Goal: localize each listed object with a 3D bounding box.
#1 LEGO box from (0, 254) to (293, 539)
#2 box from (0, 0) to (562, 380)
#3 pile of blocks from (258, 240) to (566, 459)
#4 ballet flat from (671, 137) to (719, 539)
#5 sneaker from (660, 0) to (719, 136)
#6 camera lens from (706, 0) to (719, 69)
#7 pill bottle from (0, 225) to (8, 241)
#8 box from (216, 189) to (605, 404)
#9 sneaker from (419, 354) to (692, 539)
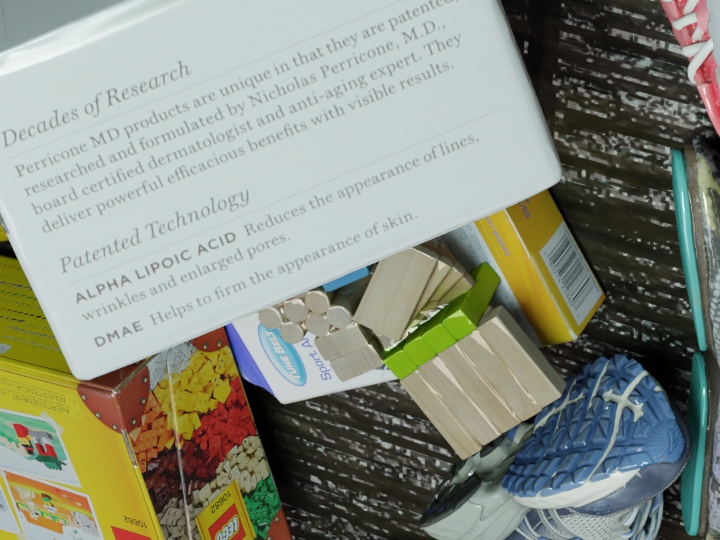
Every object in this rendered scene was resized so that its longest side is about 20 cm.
[{"bbox_3d":[-0.148,0.078,1.371,0.200,0.077,0.149,12,132,37],"label":"LEGO box"},{"bbox_3d":[-0.050,-0.085,1.076,0.200,0.199,0.131,-22,114,0],"label":"box"},{"bbox_3d":[0.000,0.000,1.208,0.200,0.062,0.082,28,121,1],"label":"pile of blocks"},{"bbox_3d":[0.167,0.028,1.178,0.072,0.072,0.200,12,128,25],"label":"ballet flat"},{"bbox_3d":[0.153,-0.095,1.069,0.200,0.087,0.074,49,133,-8],"label":"sneaker"},{"bbox_3d":[0.217,-0.122,0.928,0.160,0.200,0.160,17,130,22],"label":"camera lens"},{"bbox_3d":[-0.170,-0.068,1.275,0.200,0.112,0.112,-7,119,36],"label":"pill bottle"},{"bbox_3d":[0.000,-0.008,1.265,0.200,0.041,0.119,-13,115,41],"label":"box"},{"bbox_3d":[0.106,0.097,1.241,0.085,0.077,0.200,36,159,-10],"label":"sneaker"}]
